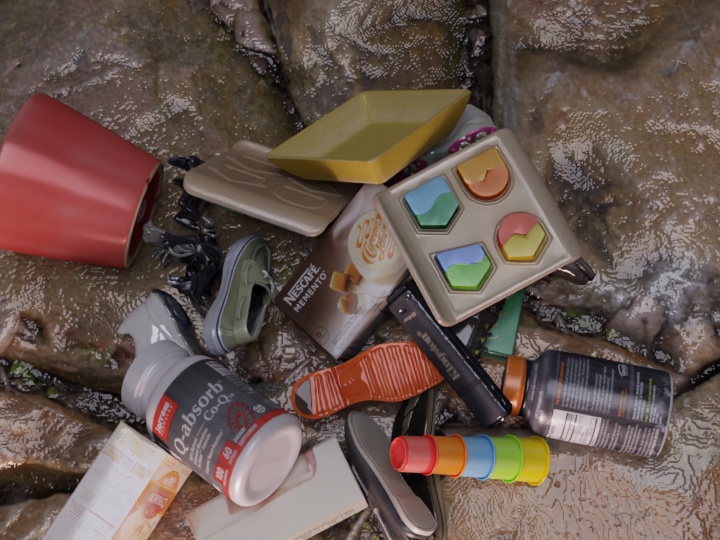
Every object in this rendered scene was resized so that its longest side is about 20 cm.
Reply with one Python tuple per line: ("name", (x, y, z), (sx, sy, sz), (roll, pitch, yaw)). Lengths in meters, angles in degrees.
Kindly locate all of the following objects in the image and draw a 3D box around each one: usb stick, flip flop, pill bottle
("usb stick", (0.105, 0.100, 1.428), (0.033, 0.055, 0.201), (-37, 87, -35))
("flip flop", (0.084, 0.238, 1.460), (0.057, 0.081, 0.203), (9, 62, -32))
("pill bottle", (0.267, 0.154, 1.453), (0.197, 0.106, 0.108), (11, 75, 5))
("pill bottle", (-0.173, 0.170, 1.384), (0.199, 0.116, 0.116), (31, 78, 26))

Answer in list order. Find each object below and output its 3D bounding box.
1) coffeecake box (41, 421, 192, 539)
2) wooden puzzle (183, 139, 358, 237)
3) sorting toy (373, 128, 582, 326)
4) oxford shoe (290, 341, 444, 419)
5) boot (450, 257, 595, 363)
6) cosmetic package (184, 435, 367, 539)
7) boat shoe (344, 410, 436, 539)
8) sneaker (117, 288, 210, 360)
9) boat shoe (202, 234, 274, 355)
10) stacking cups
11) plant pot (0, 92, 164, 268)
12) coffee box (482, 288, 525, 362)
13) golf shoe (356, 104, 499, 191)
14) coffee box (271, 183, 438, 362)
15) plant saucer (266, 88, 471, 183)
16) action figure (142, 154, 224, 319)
("coffeecake box", (-0.292, 0.291, 1.415), (0.073, 0.154, 0.201), (31, 79, 11))
("wooden puzzle", (-0.109, -0.096, 1.518), (0.183, 0.200, 0.047), (19, 113, 8))
("sorting toy", (0.139, -0.056, 1.429), (0.198, 0.037, 0.187), (-26, 73, -8))
("oxford shoe", (0.013, 0.131, 1.483), (0.197, 0.073, 0.072), (-13, 84, 4))
("boot", (0.168, 0.034, 1.473), (0.198, 0.069, 0.176), (22, 82, 13))
("cosmetic package", (-0.097, 0.284, 1.436), (0.198, 0.104, 0.088), (-26, 74, -6))
("boat shoe", (0.021, 0.254, 1.439), (0.057, 0.066, 0.201), (-55, 44, 23))
("sneaker", (-0.230, 0.124, 1.511), (0.087, 0.074, 0.201), (-35, 71, 8))
("boat shoe", (-0.136, 0.029, 1.486), (0.061, 0.073, 0.201), (-9, 39, 19))
("stacking cups", (0.126, 0.216, 1.421), (0.198, 0.060, 0.061), (9, 73, -26))
("plant pot", (-0.351, -0.099, 1.514), (0.175, 0.201, 0.203), (19, 76, -1))
("coffee box", (0.152, 0.007, 1.530), (0.121, 0.044, 0.203), (9, 75, 6))
("golf shoe", (0.085, -0.152, 1.573), (0.198, 0.076, 0.092), (-20, 45, 3))
("coffee box", (0.000, 0.000, 1.499), (0.114, 0.080, 0.201), (40, 93, 13))
("plant saucer", (0.015, -0.163, 1.508), (0.199, 0.198, 0.049), (-38, 119, -35))
("action figure", (-0.222, -0.036, 1.526), (0.100, 0.119, 0.203), (0, 65, -7))
